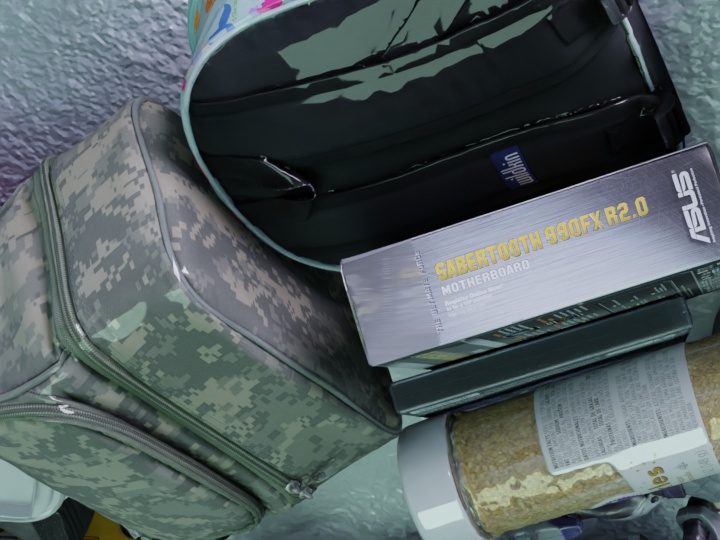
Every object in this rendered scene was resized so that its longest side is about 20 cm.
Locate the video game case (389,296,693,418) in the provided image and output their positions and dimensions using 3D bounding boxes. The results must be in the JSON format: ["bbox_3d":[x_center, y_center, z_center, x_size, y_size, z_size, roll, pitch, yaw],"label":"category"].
[{"bbox_3d":[0.099,0.050,0.847,0.143,0.019,0.200,-17,172,7],"label":"video game case"}]

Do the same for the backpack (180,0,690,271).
[{"bbox_3d":[0.022,-0.096,0.720,0.200,0.151,0.178,-24,134,13],"label":"backpack"}]

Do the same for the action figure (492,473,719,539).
[{"bbox_3d":[0.151,0.112,0.881,0.200,0.069,0.130,-11,122,15],"label":"action figure"}]

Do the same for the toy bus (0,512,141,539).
[{"bbox_3d":[-0.214,0.208,1.125,0.200,0.078,0.065,1,135,10],"label":"toy bus"}]

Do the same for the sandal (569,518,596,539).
[{"bbox_3d":[0.103,0.149,1.029,0.079,0.059,0.207,-5,156,1],"label":"sandal"}]

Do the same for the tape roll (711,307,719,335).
[{"bbox_3d":[0.295,0.062,0.898,0.200,0.066,0.200,5,136,5],"label":"tape roll"}]

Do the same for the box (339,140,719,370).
[{"bbox_3d":[0.092,0.001,0.743,0.158,0.048,0.200,-18,172,12],"label":"box"}]

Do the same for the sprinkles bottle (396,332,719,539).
[{"bbox_3d":[0.120,0.080,0.794,0.200,0.068,0.068,-19,129,16],"label":"sprinkles bottle"}]

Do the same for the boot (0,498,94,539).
[{"bbox_3d":[-0.253,0.108,1.044,0.131,0.070,0.200,7,131,12],"label":"boot"}]

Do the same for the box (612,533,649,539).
[{"bbox_3d":[0.126,0.235,1.081,0.200,0.050,0.158,-17,149,25],"label":"box"}]

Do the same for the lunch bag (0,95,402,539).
[{"bbox_3d":[-0.100,0.044,0.778,0.168,0.139,0.200,-32,139,17],"label":"lunch bag"}]

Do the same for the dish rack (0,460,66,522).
[{"bbox_3d":[-0.223,0.059,0.856,0.171,0.044,0.200,7,123,-12],"label":"dish rack"}]
